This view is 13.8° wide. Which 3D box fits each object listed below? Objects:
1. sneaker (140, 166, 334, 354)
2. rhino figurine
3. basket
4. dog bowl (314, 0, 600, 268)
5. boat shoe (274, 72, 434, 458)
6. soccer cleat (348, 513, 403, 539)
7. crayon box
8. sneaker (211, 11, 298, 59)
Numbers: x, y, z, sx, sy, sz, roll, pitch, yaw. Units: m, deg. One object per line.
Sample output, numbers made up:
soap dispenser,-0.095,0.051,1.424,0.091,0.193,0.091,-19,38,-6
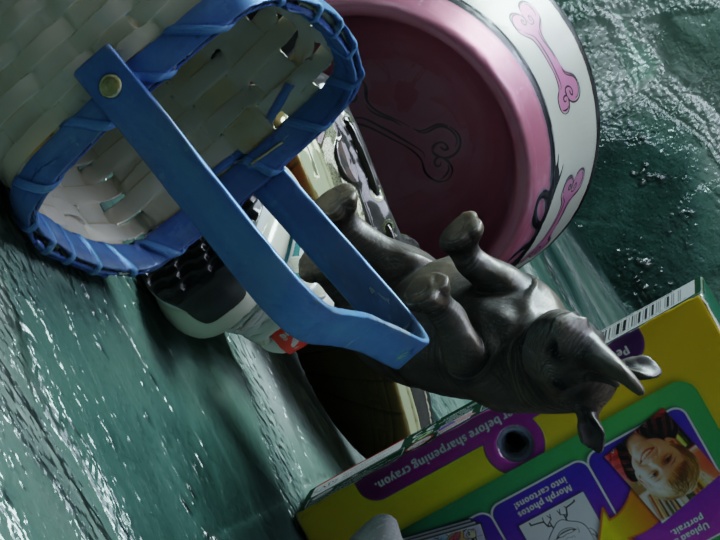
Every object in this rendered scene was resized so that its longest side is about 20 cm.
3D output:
sneaker,-0.042,-0.001,1.291,0.093,0.070,0.200,52,8,-16
rhino figurine,0.052,0.024,1.209,0.200,0.060,0.087,18,-29,53
basket,-0.059,-0.047,1.106,0.200,0.139,0.176,53,6,13
dog bowl,0.015,-0.068,1.482,0.200,0.200,0.074,59,28,-13
boat shoe,-0.001,-0.001,1.422,0.072,0.066,0.201,2,-60,51
soccer cleat,0.070,0.167,1.220,0.200,0.070,0.086,34,38,-24
crayon box,0.102,0.127,1.277,0.173,0.200,0.058,60,9,-4
sneaker,-0.090,-0.156,1.254,0.200,0.071,0.099,45,-27,18
